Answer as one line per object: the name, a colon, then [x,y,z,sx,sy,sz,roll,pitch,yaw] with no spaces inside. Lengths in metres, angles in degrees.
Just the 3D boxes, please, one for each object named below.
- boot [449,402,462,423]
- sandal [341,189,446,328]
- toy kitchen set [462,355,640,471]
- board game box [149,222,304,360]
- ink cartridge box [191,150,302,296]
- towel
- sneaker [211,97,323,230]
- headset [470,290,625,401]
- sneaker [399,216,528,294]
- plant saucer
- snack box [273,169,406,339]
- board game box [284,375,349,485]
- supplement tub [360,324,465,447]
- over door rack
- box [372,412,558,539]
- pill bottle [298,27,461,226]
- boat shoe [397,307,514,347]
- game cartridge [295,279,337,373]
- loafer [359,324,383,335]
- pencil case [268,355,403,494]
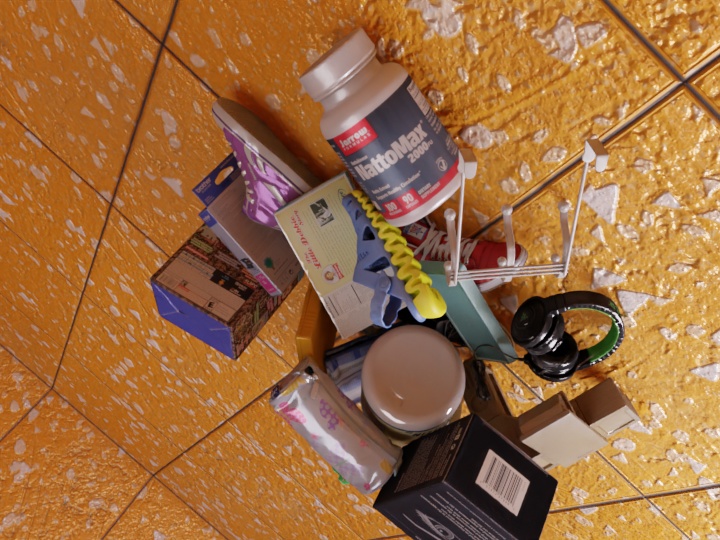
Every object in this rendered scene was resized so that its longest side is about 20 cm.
boot: [0.088,0.299,1.198,0.072,0.203,0.155,30,151,-22]
sandal: [0.021,-0.011,0.872,0.079,0.087,0.202,26,-148,-59]
toy kitchen set: [0.235,0.161,0.970,0.199,0.182,0.163,-34,141,18]
board game box: [-0.207,0.012,1.136,0.158,0.201,0.098,28,145,15]
ink cartridge box: [-0.156,-0.074,1.066,0.201,0.120,0.042,50,145,-18]
towel: [0.018,0.157,1.139,0.201,0.145,0.024,79,168,-57]
sneaker: [-0.154,-0.139,0.995,0.114,0.073,0.201,-40,100,24]
headset: [0.233,0.100,0.890,0.197,0.095,0.124,-21,129,21]
sneaker: [0.113,-0.030,0.915,0.198,0.072,0.113,-11,126,50]
plant saucer: [0.142,0.060,0.928,0.069,0.019,0.201,5,144,42]
snack box: [-0.022,-0.020,0.971,0.115,0.037,0.202,-27,100,10]
board game box: [-0.031,0.268,1.132,0.200,0.026,0.200,50,-175,33]
supplement tub: [0.071,0.177,1.036,0.144,0.146,0.201,29,160,12]
over door rack: [0.169,-0.066,0.768,0.145,0.067,0.202,-5,141,-3]
box: [0.130,0.292,0.921,0.147,0.105,0.200,39,144,-6]
pill bottle: [0.023,-0.163,0.805,0.119,0.120,0.201,-17,118,50]
boat shoe: [0.129,0.080,1.032,0.198,0.062,0.075,29,142,12]
game cartridge: [-0.062,0.075,1.082,0.032,0.202,0.178,7,138,8]
loafer: [0.000,0.000,1.021,0.069,0.075,0.203,-11,106,39]
pencil case: [-0.032,0.210,0.966,0.200,0.083,0.091,47,121,-5]
